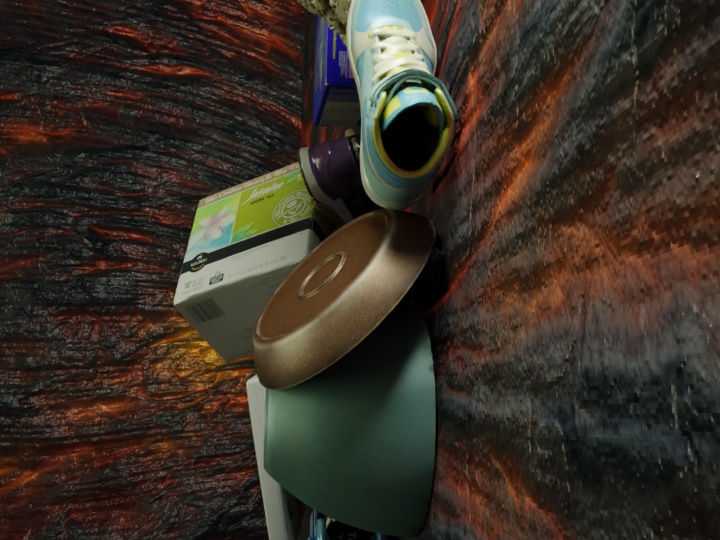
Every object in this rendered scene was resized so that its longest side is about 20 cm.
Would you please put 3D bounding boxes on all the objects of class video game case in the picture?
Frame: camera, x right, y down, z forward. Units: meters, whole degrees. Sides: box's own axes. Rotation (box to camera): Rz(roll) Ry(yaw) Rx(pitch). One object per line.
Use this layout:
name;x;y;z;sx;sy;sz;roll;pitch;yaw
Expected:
video game case;-0.092;0.215;0.994;0.182;0.023;0.203;-4;-95;-86

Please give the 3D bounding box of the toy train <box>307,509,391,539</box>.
toy train;-0.015;0.283;0.855;0.115;0.085;0.202;110;161;-56

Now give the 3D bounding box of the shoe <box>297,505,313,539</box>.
shoe;-0.020;0.247;0.986;0.091;0.070;0.203;42;-119;-75

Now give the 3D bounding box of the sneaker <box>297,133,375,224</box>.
sneaker;0.004;-0.103;0.965;0.200;0.086;0.077;12;-120;-74

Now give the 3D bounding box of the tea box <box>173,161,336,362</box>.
tea box;-0.115;-0.015;1.122;0.134;0.198;0.198;55;-154;-39

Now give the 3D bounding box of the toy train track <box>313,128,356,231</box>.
toy train track;-0.009;-0.100;1.093;0.115;0.032;0.202;40;-136;-44

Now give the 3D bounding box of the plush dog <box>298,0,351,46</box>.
plush dog;-0.007;-0.310;0.883;0.171;0.159;0.203;37;130;49

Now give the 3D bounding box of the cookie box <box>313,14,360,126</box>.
cookie box;-0.020;-0.301;1.147;0.200;0.074;0.174;151;121;-81

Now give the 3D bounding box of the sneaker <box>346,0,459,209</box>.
sneaker;0.035;-0.156;0.670;0.131;0.078;0.203;151;112;-83

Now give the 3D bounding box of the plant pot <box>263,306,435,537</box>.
plant pot;-0.018;0.132;0.760;0.200;0.133;0.203;-178;90;-82

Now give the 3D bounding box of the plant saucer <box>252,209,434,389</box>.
plant saucer;-0.024;0.014;0.725;0.035;0.200;0.201;47;-171;-19
